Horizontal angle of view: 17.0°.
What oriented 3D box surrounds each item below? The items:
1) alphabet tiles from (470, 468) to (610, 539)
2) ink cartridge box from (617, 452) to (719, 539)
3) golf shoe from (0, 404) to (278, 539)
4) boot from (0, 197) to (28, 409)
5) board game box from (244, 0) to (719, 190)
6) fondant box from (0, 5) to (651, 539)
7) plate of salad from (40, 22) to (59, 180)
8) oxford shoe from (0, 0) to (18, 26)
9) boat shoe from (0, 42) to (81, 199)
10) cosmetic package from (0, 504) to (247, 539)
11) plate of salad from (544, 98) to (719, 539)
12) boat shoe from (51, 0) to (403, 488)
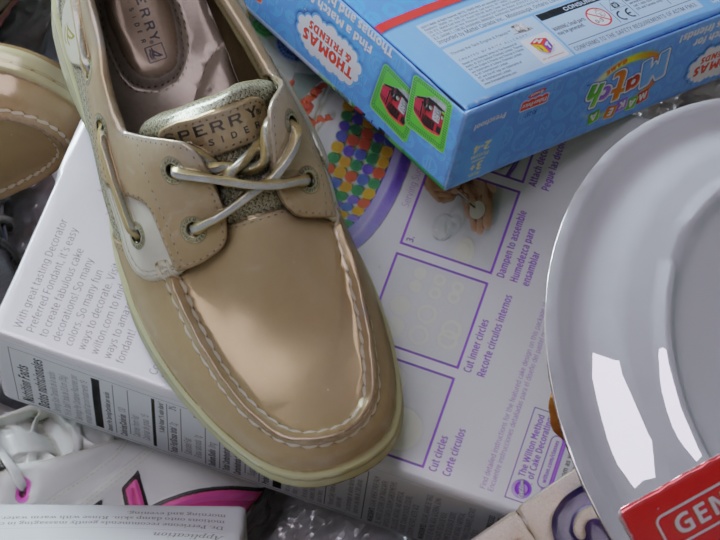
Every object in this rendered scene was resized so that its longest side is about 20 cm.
[{"bbox_3d":[0.085,0.159,0.689,0.167,0.008,0.200,-35,70,1],"label":"alphabet tiles"},{"bbox_3d":[0.191,0.091,0.613,0.200,0.176,0.045,-29,19,-1],"label":"ink cartridge box"},{"bbox_3d":[-0.104,0.079,0.806,0.200,0.092,0.073,-38,48,-4],"label":"golf shoe"},{"bbox_3d":[-0.157,-0.019,0.900,0.200,0.074,0.096,26,80,35],"label":"boot"},{"bbox_3d":[0.021,-0.119,0.810,0.151,0.037,0.200,-23,54,-35],"label":"board game box"},{"bbox_3d":[0.000,0.000,0.784,0.200,0.058,0.144,19,67,4],"label":"fondant box"},{"bbox_3d":[-0.036,-0.095,0.903,0.200,0.048,0.200,-11,57,17],"label":"plate of salad"},{"bbox_3d":[-0.149,-0.125,0.886,0.200,0.074,0.071,-39,82,-7],"label":"oxford shoe"},{"bbox_3d":[-0.174,-0.023,0.833,0.200,0.071,0.065,-17,53,33],"label":"boat shoe"},{"bbox_3d":[-0.089,0.146,0.684,0.107,0.085,0.200,1,23,3],"label":"cosmetic package"},{"bbox_3d":[0.136,0.042,0.693,0.048,0.200,0.200,133,144,-52],"label":"plate of salad"},{"bbox_3d":[-0.044,-0.030,0.727,0.072,0.065,0.200,-19,69,-11],"label":"boat shoe"}]
